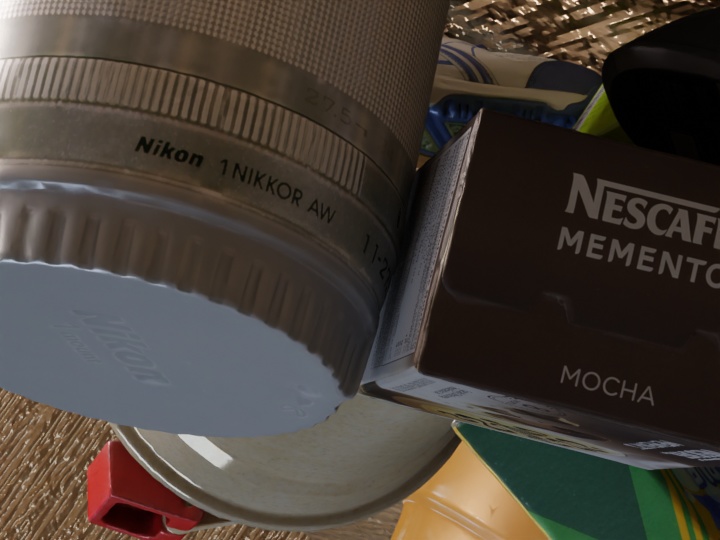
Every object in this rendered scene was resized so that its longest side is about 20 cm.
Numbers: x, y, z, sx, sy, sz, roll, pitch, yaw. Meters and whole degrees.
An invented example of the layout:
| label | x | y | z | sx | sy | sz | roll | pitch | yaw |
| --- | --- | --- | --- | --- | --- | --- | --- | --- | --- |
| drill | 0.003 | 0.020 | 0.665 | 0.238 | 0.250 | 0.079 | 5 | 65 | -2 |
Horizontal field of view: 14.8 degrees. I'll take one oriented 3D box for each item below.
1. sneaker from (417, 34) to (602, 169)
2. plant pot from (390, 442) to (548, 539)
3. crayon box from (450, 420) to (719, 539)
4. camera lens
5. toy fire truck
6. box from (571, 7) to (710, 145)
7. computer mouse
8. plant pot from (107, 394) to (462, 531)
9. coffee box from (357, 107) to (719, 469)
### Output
| label | x | y | z | sx | sy | sz | roll | pitch | yaw |
| --- | --- | --- | --- | --- | --- | --- | --- | --- | --- |
| sneaker | -0.002 | -0.080 | 1.016 | 0.199 | 0.088 | 0.075 | 3 | 154 | -4 |
| plant pot | 0.084 | 0.234 | 1.859 | 0.200 | 0.183 | 0.200 | 33 | 169 | 7 |
| crayon box | 0.134 | 0.105 | 1.029 | 0.200 | 0.052 | 0.126 | 50 | -158 | 6 |
| camera lens | -0.056 | -0.065 | 0.890 | 0.159 | 0.201 | 0.160 | 10 | 159 | 4 |
| toy fire truck | -0.021 | 0.058 | 1.263 | 0.199 | 0.141 | 0.049 | 6 | 158 | -16 |
| box | 0.169 | -0.004 | 0.934 | 0.200 | 0.048 | 0.122 | 35 | 170 | -5 |
| computer mouse | 0.177 | -0.027 | 0.830 | 0.200 | 0.046 | 0.140 | 14 | 155 | 32 |
| plant pot | 0.000 | 0.000 | 1.153 | 0.200 | 0.201 | 0.183 | 37 | 158 | -11 |
| coffee box | 0.068 | 0.012 | 0.866 | 0.113 | 0.080 | 0.200 | 15 | 174 | -5 |
